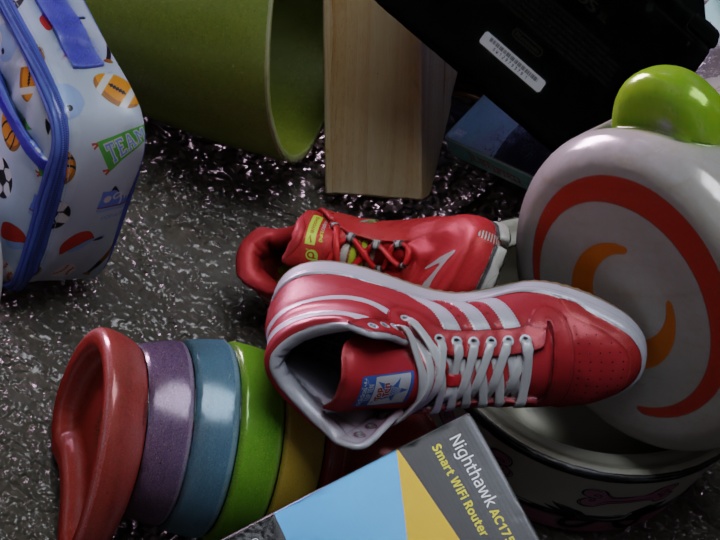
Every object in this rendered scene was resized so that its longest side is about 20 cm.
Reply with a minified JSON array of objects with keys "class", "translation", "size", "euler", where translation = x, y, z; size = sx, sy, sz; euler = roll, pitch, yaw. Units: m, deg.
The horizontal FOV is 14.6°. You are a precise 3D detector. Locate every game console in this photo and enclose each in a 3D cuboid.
[{"class":"game console","translation":[0.107,-0.180,1.675],"size":[0.200,0.176,0.116],"euler":[38,-4,-21]}]

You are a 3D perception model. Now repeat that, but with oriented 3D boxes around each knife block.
[{"class":"knife block","translation":[0.012,-0.167,1.687],"size":[0.064,0.176,0.200],"euler":[4,60,18]}]

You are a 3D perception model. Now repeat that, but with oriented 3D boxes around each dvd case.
[{"class":"dvd case","translation":[0.166,-0.120,1.731],"size":[0.146,0.022,0.200],"euler":[28,65,40]}]

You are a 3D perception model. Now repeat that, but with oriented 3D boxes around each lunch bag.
[{"class":"lunch bag","translation":[-0.194,-0.101,1.594],"size":[0.075,0.160,0.200],"euler":[-11,52,-29]}]

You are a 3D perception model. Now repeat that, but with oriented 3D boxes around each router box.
[{"class":"router box","translation":[0.034,0.193,1.379],"size":[0.149,0.051,0.200],"euler":[-27,79,-13]}]

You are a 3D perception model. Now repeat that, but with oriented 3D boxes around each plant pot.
[{"class":"plant pot","translation":[-0.123,-0.170,1.698],"size":[0.199,0.187,0.187],"euler":[8,41,13]}]

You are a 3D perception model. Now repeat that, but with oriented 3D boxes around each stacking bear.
[{"class":"stacking bear","translation":[-0.052,0.096,1.490],"size":[0.199,0.114,0.122],"euler":[9,44,-18]}]

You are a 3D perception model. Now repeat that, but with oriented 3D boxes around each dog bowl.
[{"class":"dog bowl","translation":[0.122,0.064,1.605],"size":[0.200,0.074,0.200],"euler":[11,44,-10]}]

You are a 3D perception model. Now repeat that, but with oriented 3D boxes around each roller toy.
[{"class":"roller toy","translation":[0.189,-0.005,1.515],"size":[0.140,0.200,0.183],"euler":[-26,73,-38]}]

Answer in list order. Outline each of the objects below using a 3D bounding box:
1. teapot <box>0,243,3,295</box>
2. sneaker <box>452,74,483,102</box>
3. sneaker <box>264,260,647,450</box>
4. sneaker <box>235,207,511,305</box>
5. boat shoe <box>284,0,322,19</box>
[{"class":"teapot","translation":[-0.277,-0.022,1.496],"size":[0.197,0.146,0.200],"euler":[-29,62,-38]},{"class":"sneaker","translation":[0.038,-0.168,1.808],"size":[0.200,0.073,0.085],"euler":[32,42,11]},{"class":"sneaker","translation":[0.046,0.049,1.437],"size":[0.199,0.071,0.113],"euler":[7,20,4]},{"class":"sneaker","translation":[0.000,0.000,1.550],"size":[0.085,0.200,0.077],"euler":[31,66,-32]},{"class":"boat shoe","translation":[-0.088,-0.226,1.836],"size":[0.075,0.075,0.203],"euler":[-23,54,-11]}]
